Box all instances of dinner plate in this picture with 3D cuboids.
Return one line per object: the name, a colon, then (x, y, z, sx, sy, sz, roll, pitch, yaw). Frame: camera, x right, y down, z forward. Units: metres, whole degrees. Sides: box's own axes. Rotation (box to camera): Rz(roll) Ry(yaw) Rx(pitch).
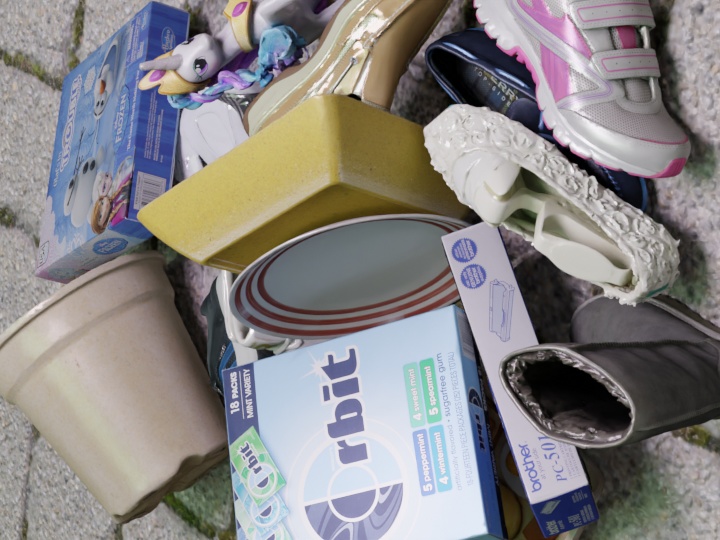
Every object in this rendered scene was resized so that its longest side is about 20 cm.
dinner plate: (0.000, 0.000, 1.195, 0.200, 0.199, 0.024, -36, 58, 44)

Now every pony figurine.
pony figurine: (-0.056, -0.190, 1.246, 0.199, 0.193, 0.168, -36, 73, 24)

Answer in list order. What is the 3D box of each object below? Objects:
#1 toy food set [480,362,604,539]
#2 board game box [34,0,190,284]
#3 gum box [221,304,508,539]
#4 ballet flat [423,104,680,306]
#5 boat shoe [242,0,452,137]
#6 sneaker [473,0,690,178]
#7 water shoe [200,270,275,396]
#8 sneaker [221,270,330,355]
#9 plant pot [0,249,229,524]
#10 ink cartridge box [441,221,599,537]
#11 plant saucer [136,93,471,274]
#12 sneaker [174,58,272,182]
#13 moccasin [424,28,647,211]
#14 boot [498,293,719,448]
toy food set: (0.084, 0.162, 1.230, 0.200, 0.060, 0.144, 42, 126, 33)
board game box: (-0.221, -0.108, 1.449, 0.199, 0.043, 0.202, -26, 55, 54)
gum box: (-0.001, 0.134, 1.210, 0.198, 0.044, 0.172, -16, 68, 22)
ballet flat: (0.119, -0.043, 1.078, 0.199, 0.072, 0.072, 32, 122, 13)
boat shoe: (0.005, -0.138, 1.168, 0.200, 0.071, 0.076, -45, 57, 23)
sneaker: (0.155, -0.147, 1.082, 0.201, 0.081, 0.088, 55, 133, 24)
water shoe: (-0.087, 0.094, 1.393, 0.079, 0.071, 0.202, -44, 51, 49)
sneaker: (-0.052, 0.068, 1.319, 0.073, 0.115, 0.202, -27, 79, 44)
plant pot: (-0.211, 0.115, 1.459, 0.184, 0.200, 0.200, 55, 133, 10)
ink cartridge box: (0.110, 0.074, 1.132, 0.044, 0.094, 0.202, -20, 64, 4)
plant saucer: (-0.025, -0.041, 1.182, 0.199, 0.199, 0.049, -29, 61, 34)
sneaker: (-0.091, -0.089, 1.364, 0.115, 0.075, 0.201, -47, 59, 41)
moccasin: (0.113, -0.092, 1.145, 0.200, 0.068, 0.081, 45, 127, 32)
boot: (0.154, 0.063, 1.034, 0.181, 0.199, 0.073, 14, 107, 44)
